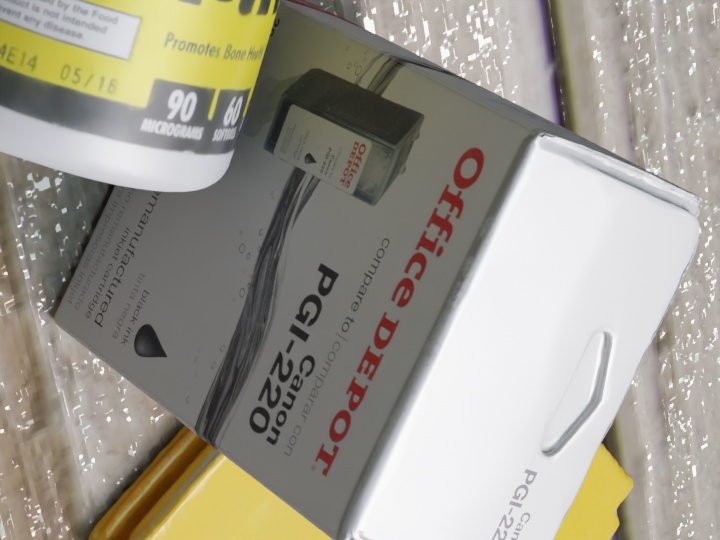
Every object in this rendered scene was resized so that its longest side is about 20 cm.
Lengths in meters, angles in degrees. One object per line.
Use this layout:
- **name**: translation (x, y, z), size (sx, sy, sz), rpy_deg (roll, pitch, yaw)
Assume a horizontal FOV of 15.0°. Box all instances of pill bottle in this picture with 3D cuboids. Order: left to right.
- **pill bottle**: translation (-0.068, -0.135, 0.856), size (0.114, 0.114, 0.200), rpy_deg (7, 106, -39)

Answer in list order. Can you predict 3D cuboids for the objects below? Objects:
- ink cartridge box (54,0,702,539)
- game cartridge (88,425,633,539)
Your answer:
- **ink cartridge box**: translation (0.000, 0.000, 0.911), size (0.085, 0.200, 0.146), rpy_deg (21, 97, -41)
- **game cartridge**: translation (0.008, 0.098, 1.079), size (0.176, 0.032, 0.200), rpy_deg (-48, 133, -9)
